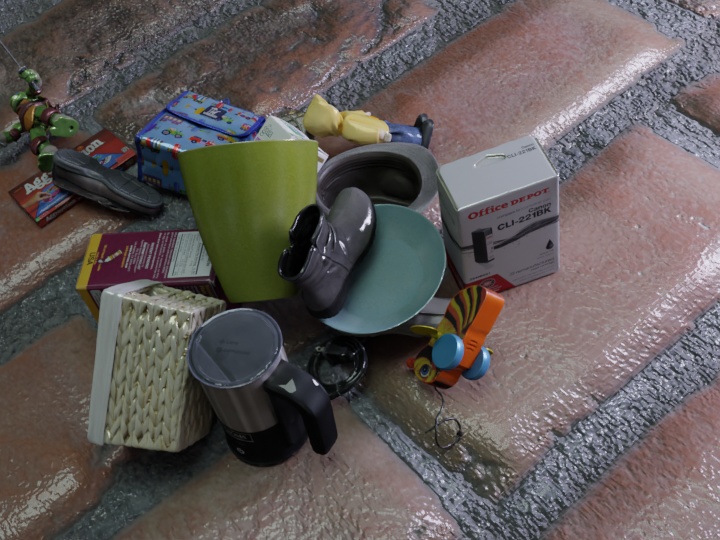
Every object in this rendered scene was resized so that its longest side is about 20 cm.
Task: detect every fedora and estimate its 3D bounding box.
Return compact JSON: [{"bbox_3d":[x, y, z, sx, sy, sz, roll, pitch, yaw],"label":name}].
[{"bbox_3d":[0.023,-0.101,1.493,0.199,0.090,0.177,-14,50,-3],"label":"fedora"}]

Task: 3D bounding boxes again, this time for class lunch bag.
[{"bbox_3d":[-0.255,-0.217,1.648,0.150,0.094,0.200,17,45,9],"label":"lunch bag"}]

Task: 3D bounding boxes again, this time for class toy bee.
[{"bbox_3d":[0.104,0.108,1.299,0.200,0.131,0.109,-52,34,-15],"label":"toy bee"}]

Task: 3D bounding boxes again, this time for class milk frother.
[{"bbox_3d":[-0.096,0.119,1.275,0.180,0.188,0.201,6,53,15],"label":"milk frother"}]

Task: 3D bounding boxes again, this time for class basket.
[{"bbox_3d":[-0.256,0.122,1.286,0.123,0.136,0.201,8,97,13],"label":"basket"}]

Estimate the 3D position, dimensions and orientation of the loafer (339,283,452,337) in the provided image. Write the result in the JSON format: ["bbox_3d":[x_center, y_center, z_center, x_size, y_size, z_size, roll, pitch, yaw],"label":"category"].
[{"bbox_3d":[0.060,0.050,1.367,0.199,0.070,0.070,-2,17,9],"label":"loafer"}]

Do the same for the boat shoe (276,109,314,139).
[{"bbox_3d":[-0.092,-0.151,1.572,0.074,0.073,0.201,-5,70,-3],"label":"boat shoe"}]

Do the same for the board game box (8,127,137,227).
[{"bbox_3d":[-0.481,-0.159,1.689,0.200,0.019,0.103,-39,54,-20],"label":"board game box"}]

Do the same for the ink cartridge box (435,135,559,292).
[{"bbox_3d":[0.188,-0.066,1.360,0.144,0.200,0.084,-19,50,-4],"label":"ink cartridge box"}]

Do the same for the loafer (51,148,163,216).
[{"bbox_3d":[-0.411,-0.130,1.626,0.199,0.063,0.072,27,27,10],"label":"loafer"}]

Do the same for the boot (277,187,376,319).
[{"bbox_3d":[-0.039,-0.049,1.294,0.069,0.132,0.201,2,60,21],"label":"boot"}]

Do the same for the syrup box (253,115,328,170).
[{"bbox_3d":[-0.143,-0.117,1.479,0.200,0.081,0.079,-57,43,11],"label":"syrup box"}]

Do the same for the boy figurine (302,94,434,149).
[{"bbox_3d":[0.008,-0.229,1.569,0.199,0.065,0.124,10,21,-13],"label":"boy figurine"}]

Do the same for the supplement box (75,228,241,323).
[{"bbox_3d":[-0.281,0.019,1.431,0.199,0.131,0.104,-2,51,9],"label":"supplement box"}]

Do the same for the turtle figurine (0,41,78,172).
[{"bbox_3d":[-0.574,-0.259,1.683,0.144,0.200,0.194,-45,56,-11],"label":"turtle figurine"}]

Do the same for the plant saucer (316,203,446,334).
[{"bbox_3d":[0.020,0.004,1.346,0.200,0.039,0.202,-9,57,14],"label":"plant saucer"}]

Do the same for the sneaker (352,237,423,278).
[{"bbox_3d":[0.000,0.000,1.426,0.199,0.079,0.079,1,60,18],"label":"sneaker"}]

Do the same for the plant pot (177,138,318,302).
[{"bbox_3d":[-0.139,-0.062,1.331,0.186,0.187,0.201,-5,92,7],"label":"plant pot"}]
